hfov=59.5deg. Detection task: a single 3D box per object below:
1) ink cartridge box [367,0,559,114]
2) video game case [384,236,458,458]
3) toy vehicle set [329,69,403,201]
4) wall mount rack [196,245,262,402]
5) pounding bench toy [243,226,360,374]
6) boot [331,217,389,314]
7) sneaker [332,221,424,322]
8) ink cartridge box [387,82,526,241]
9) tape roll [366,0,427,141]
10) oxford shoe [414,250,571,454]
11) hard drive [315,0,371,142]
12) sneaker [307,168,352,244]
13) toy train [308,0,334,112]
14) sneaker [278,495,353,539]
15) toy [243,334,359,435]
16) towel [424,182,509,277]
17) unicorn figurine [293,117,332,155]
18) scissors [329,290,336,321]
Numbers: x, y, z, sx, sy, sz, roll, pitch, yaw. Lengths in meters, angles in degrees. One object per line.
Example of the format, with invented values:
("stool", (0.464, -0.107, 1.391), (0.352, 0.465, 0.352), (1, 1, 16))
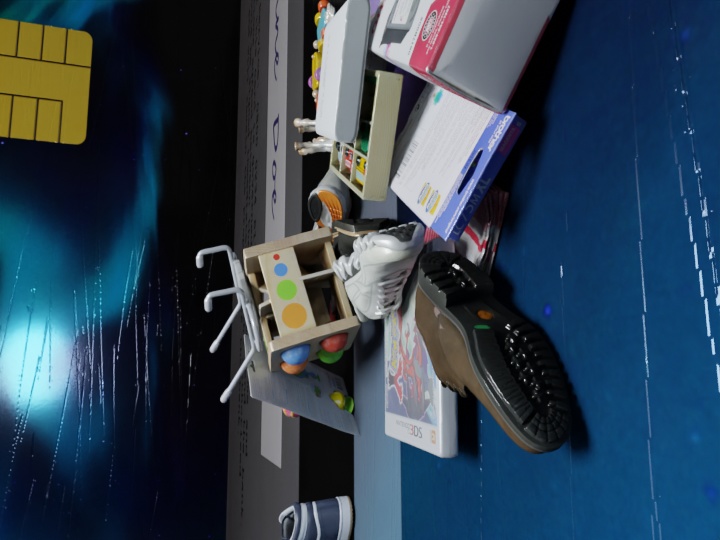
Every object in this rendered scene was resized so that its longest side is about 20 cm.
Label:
("ink cartridge box", (0.086, -0.238, 0.549), (0.151, 0.084, 0.201), (-66, 24, 16))
("video game case", (0.059, 0.082, 0.675), (0.182, 0.022, 0.207), (152, 119, -74))
("toy vehicle set", (0.001, -0.163, 0.721), (0.200, 0.026, 0.128), (-125, 41, -68))
("wall mount rack", (-0.185, 0.071, 0.888), (0.201, 0.072, 0.178), (-122, 23, -55))
("pounding bench toy", (-0.085, 0.065, 0.898), (0.201, 0.121, 0.160), (111, 143, -68))
("boot", (0.000, 0.000, 0.874), (0.200, 0.075, 0.143), (-158, 67, -85))
("sneaker", (0.025, 0.005, 0.661), (0.200, 0.073, 0.084), (137, 120, -73))
("ink cartridge box", (0.084, -0.109, 0.598), (0.121, 0.041, 0.201), (-61, 22, 15))
("tape roll", (0.038, -0.239, 0.780), (0.199, 0.064, 0.207), (-177, 90, -72))
("oxford shoe", (0.101, 0.075, 0.514), (0.202, 0.070, 0.086), (-118, 32, -49))
("hard drive", (-0.024, -0.218, 0.707), (0.200, 0.025, 0.136), (-125, 41, -73))
("sneaker", (-0.043, -0.085, 1.039), (0.202, 0.074, 0.094), (104, -172, -54))
("toy train", (-0.049, -0.359, 1.102), (0.151, 0.054, 0.206), (-119, 32, -57))
("sneaker", (-0.078, 0.437, 0.980), (0.070, 0.105, 0.206), (-121, 38, -61))
("toy", (-0.095, 0.181, 0.931), (0.047, 0.197, 0.117), (-48, 36, 22))
("towel", (0.090, -0.004, 0.649), (0.144, 0.022, 0.206), (-123, 39, -63))
("unicorn figurine", (-0.029, -0.192, 0.923), (0.201, 0.132, 0.076), (-91, 1, -63))
("scissors", (-0.043, 0.065, 1.005), (0.201, 0.013, 0.075), (98, 174, -66))
